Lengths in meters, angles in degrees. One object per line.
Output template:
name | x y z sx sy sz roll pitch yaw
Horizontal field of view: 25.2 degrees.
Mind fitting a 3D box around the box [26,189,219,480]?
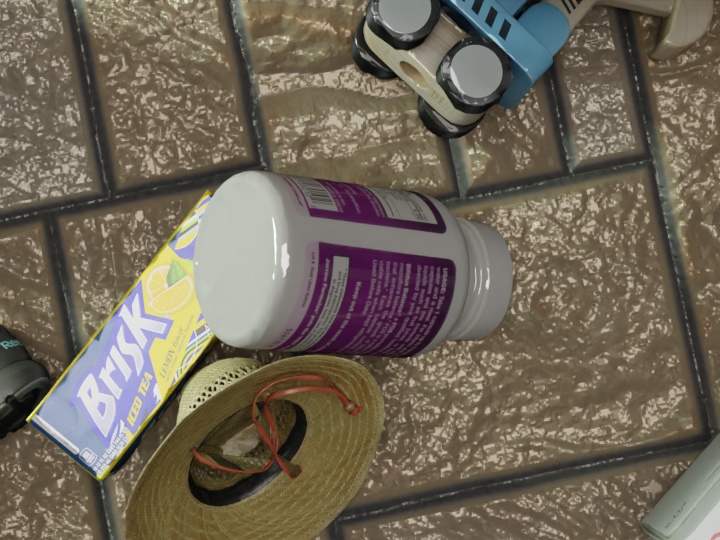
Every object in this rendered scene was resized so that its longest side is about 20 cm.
box | -0.139 0.045 1.108 0.070 0.064 0.200 38 88 2

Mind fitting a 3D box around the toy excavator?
toy excavator | 0.121 -0.177 1.114 0.194 0.100 0.200 42 79 1

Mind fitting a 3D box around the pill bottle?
pill bottle | 0.000 0.000 1.053 0.199 0.112 0.113 6 86 -36

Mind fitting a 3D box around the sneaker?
sneaker | -0.309 0.113 1.109 0.200 0.075 0.079 -39 74 -9

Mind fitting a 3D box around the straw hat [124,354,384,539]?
straw hat | -0.083 0.109 1.084 0.200 0.201 0.085 -36 51 -2

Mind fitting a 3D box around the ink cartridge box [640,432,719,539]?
ink cartridge box | 0.311 0.188 1.062 0.200 0.145 0.145 43 88 2
